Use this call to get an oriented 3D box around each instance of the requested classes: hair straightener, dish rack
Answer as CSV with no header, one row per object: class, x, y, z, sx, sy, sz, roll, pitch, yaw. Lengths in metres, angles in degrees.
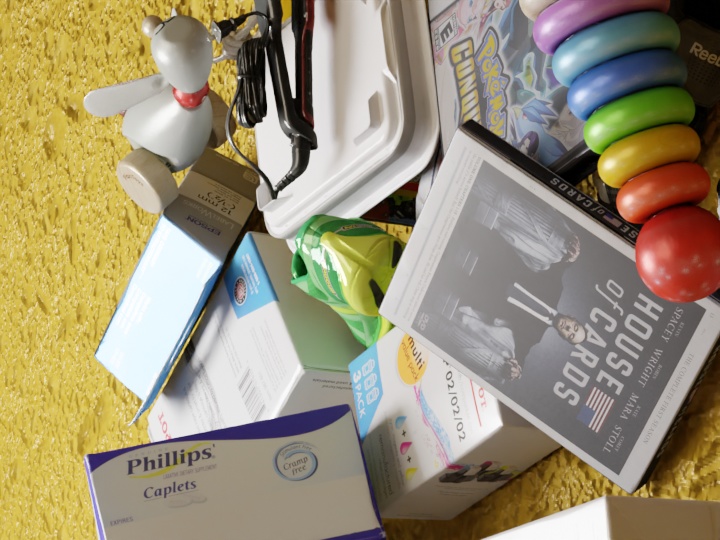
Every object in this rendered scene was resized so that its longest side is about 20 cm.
hair straightener,-0.069,-0.147,1.595,0.041,0.076,0.202,155,116,-69
dish rack,-0.022,-0.119,1.623,0.200,0.043,0.173,-34,55,49

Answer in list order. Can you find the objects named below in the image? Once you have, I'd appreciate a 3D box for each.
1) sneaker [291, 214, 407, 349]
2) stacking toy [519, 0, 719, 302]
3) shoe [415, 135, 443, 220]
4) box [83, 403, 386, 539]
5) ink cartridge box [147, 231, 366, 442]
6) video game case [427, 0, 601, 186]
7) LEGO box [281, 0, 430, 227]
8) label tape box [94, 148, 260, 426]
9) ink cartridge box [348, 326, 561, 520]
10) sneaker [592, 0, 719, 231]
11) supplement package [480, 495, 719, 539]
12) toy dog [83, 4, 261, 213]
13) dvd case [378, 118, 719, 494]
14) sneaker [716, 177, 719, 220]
sneaker,0.000,0.000,1.608,0.083,0.200,0.074,34,81,14
stacking toy,0.156,-0.078,1.316,0.085,0.085,0.201,-29,74,52
shoe,0.095,-0.080,1.549,0.091,0.071,0.202,3,83,61
box,-0.083,0.197,1.605,0.200,0.183,0.105,91,166,-57
ink cartridge box,-0.071,0.096,1.762,0.201,0.083,0.146,-60,38,33
video game case,0.108,-0.136,1.467,0.181,0.025,0.201,-37,48,45
LEGO box,0.009,-0.142,1.692,0.200,0.077,0.150,48,124,51
label tape box,-0.146,0.010,1.826,0.144,0.066,0.200,-62,1,28
ink cartridge box,0.077,0.074,1.548,0.200,0.067,0.116,-40,52,47
sneaker,0.188,-0.114,1.413,0.090,0.066,0.202,2,83,60
supplement package,0.134,0.212,1.380,0.200,0.119,0.122,-27,62,52
toy dog,-0.148,-0.136,1.725,0.096,0.132,0.201,36,135,12
dvd case,0.116,0.022,1.425,0.200,0.025,0.151,35,126,17
sneaker,0.259,0.023,1.285,0.200,0.075,0.077,-122,28,-47
